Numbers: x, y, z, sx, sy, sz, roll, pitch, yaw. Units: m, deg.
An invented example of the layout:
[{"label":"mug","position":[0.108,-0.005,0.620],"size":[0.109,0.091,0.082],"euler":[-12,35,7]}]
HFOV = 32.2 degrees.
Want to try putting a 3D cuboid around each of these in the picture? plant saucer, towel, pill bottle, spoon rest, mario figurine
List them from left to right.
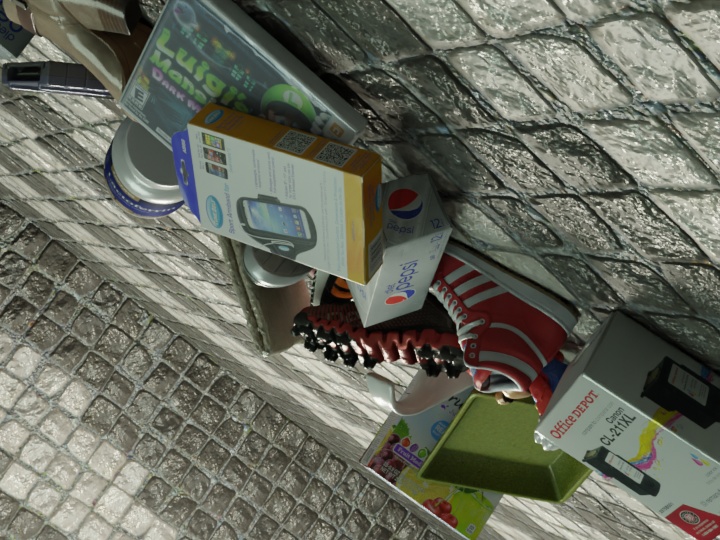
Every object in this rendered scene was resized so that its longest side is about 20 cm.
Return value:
[{"label":"pill bottle","position":[-0.235,-0.129,1.452],"size":[0.115,0.116,0.200],"euler":[36,166,-9]},{"label":"towel","position":[-0.112,-0.004,1.439],"size":[0.132,0.034,0.202],"euler":[-15,-93,-65]},{"label":"spoon rest","position":[0.088,0.110,1.397],"size":[0.099,0.199,0.061],"euler":[23,123,41]},{"label":"plant saucer","position":[0.188,0.194,1.468],"size":[0.197,0.048,0.201],"euler":[12,140,-13]},{"label":"mario figurine","position":[0.197,0.132,1.326],"size":[0.198,0.107,0.123],"euler":[25,177,18]}]

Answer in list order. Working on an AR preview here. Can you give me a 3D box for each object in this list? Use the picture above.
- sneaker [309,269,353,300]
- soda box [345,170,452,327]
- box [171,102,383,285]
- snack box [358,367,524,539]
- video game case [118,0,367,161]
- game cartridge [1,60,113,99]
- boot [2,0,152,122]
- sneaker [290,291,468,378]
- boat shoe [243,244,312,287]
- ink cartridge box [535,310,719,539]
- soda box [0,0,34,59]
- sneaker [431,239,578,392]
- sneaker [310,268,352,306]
[{"label":"sneaker","position":[0.010,0.030,1.497],"size":[0.200,0.076,0.104],"euler":[47,167,-30]},{"label":"soda box","position":[0.032,-0.016,1.197],"size":[0.200,0.068,0.064],"euler":[103,148,-66]},{"label":"box","position":[-0.074,-0.071,1.094],"size":[0.198,0.042,0.120],"euler":[21,136,23]},{"label":"snack box","position":[0.122,0.205,1.561],"size":[0.168,0.201,0.068],"euler":[35,170,-10]},{"label":"video game case","position":[-0.110,-0.140,1.103],"size":[0.200,0.023,0.182],"euler":[41,139,-1]},{"label":"game cartridge","position":[-0.314,-0.211,1.394],"size":[0.128,0.039,0.199],"euler":[7,-176,-30]},{"label":"boot","position":[-0.282,-0.238,1.247],"size":[0.145,0.071,0.201],"euler":[19,146,12]},{"label":"sneaker","position":[0.027,0.053,1.332],"size":[0.198,0.099,0.071],"euler":[6,153,13]},{"label":"boat shoe","position":[-0.088,-0.017,1.367],"size":[0.072,0.071,0.200],"euler":[50,-157,-2]},{"label":"ink cartridge box","position":[0.281,0.150,1.171],"size":[0.199,0.083,0.146],"euler":[33,150,7]},{"label":"soda box","position":[-0.435,-0.319,1.344],"size":[0.200,0.069,0.063],"euler":[42,166,-28]},{"label":"sneaker","position":[0.105,0.047,1.249],"size":[0.199,0.113,0.071],"euler":[27,165,28]},{"label":"sneaker","position":[0.000,0.000,1.348],"size":[0.089,0.070,0.201],"euler":[18,143,7]}]
